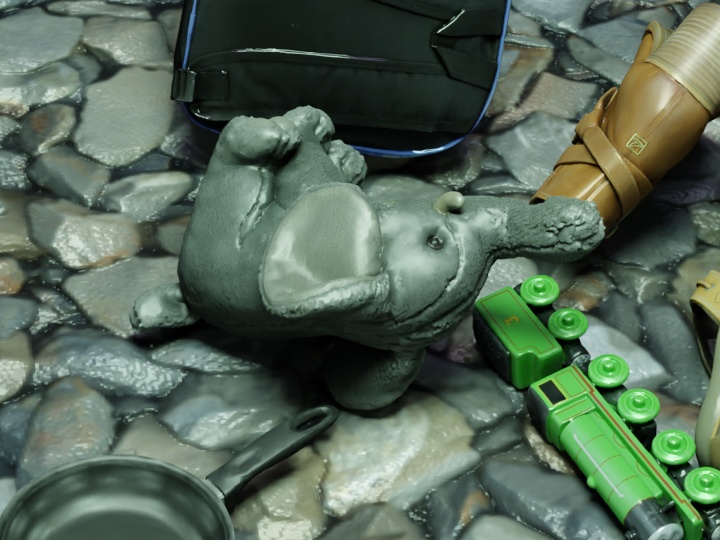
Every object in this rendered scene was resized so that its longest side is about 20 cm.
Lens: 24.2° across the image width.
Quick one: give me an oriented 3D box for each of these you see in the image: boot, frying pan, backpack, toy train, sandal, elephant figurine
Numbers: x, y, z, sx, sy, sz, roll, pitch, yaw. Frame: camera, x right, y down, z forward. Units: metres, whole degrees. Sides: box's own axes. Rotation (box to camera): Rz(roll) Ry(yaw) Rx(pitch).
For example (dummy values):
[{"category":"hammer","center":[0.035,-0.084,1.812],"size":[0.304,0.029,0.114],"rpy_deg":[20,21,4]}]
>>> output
[{"category":"boot","center":[0.168,-0.076,1.039],"size":[0.077,0.200,0.156],"rpy_deg":[40,87,-2]},{"category":"frying pan","center":[-0.101,0.113,0.826],"size":[0.114,0.031,0.190],"rpy_deg":[20,39,17]},{"category":"backpack","center":[-0.010,-0.172,1.061],"size":[0.198,0.185,0.147],"rpy_deg":[9,18,-9]},{"category":"toy train","center":[0.123,0.076,0.890],"size":[0.056,0.042,0.200],"rpy_deg":[-22,46,-15]},{"category":"sandal","center":[0.205,0.037,0.928],"size":[0.053,0.081,0.201],"rpy_deg":[-1,39,29]},{"category":"elephant figurine","center":[0.000,0.000,0.884],"size":[0.141,0.157,0.199],"rpy_deg":[-1,25,-42]}]
